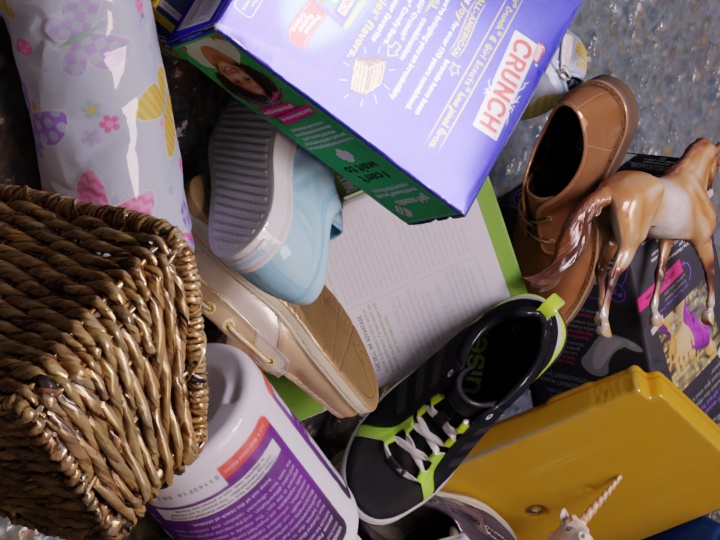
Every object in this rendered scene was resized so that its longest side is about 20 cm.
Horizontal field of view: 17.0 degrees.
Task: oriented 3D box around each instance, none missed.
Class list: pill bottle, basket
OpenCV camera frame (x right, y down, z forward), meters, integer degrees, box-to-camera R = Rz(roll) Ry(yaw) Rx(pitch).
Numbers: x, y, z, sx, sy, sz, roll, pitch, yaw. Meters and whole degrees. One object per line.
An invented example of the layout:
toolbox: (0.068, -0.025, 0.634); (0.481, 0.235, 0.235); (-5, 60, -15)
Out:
pill bottle: (-0.070, 0.150, 1.554); (0.112, 0.111, 0.200); (-53, 130, -24)
basket: (-0.170, 0.056, 1.367); (0.149, 0.200, 0.143); (-51, 129, -26)

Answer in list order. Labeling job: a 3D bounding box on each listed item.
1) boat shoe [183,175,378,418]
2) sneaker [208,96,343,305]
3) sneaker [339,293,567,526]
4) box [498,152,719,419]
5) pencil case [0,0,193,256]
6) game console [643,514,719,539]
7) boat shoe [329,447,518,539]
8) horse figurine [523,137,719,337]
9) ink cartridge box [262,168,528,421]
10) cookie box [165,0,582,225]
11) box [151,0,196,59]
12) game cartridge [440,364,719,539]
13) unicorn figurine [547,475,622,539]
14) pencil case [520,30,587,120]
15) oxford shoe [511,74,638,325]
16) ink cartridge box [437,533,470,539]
boat shoe: (-0.067, 0.026, 1.549); (0.200, 0.069, 0.074); (49, 23, -22)
sneaker: (-0.047, -0.055, 1.517); (0.082, 0.074, 0.200); (45, 36, -32)
sneaker: (0.057, 0.085, 1.589); (0.200, 0.072, 0.083); (-48, 173, 3)
box: (0.194, 0.022, 1.788); (0.106, 0.122, 0.201); (-34, 122, -38)
pencil case: (-0.158, -0.090, 1.419); (0.083, 0.090, 0.201); (-68, 149, -64)
game console: (0.216, 0.281, 1.831); (0.200, 0.118, 0.171); (-51, 135, -3)
boat shoe: (0.050, 0.190, 1.703); (0.072, 0.065, 0.200); (-42, 131, 12)
horse figurine: (0.196, -0.024, 1.659); (0.200, 0.050, 0.133); (-3, 100, -47)
ink cartridge box: (0.000, 0.000, 1.631); (0.200, 0.076, 0.148); (-23, 119, -3)
cookie box: (0.012, -0.152, 1.465); (0.200, 0.075, 0.171); (36, 72, -21)
box: (-0.085, -0.232, 1.493); (0.070, 0.064, 0.200); (38, 72, -43)
game cartridge: (0.166, 0.147, 1.746); (0.176, 0.200, 0.033); (41, 33, -42)
unicorn figurine: (0.145, 0.259, 1.681); (0.137, 0.074, 0.201); (-57, 146, -75)
pencil case: (0.083, -0.194, 1.653); (0.083, 0.091, 0.200); (-38, 126, -1)
oxford shoe: (0.131, -0.039, 1.676); (0.071, 0.071, 0.201); (-21, 131, -49)
ink cartridge box: (0.074, 0.285, 1.664); (0.200, 0.084, 0.146); (51, 26, -60)
